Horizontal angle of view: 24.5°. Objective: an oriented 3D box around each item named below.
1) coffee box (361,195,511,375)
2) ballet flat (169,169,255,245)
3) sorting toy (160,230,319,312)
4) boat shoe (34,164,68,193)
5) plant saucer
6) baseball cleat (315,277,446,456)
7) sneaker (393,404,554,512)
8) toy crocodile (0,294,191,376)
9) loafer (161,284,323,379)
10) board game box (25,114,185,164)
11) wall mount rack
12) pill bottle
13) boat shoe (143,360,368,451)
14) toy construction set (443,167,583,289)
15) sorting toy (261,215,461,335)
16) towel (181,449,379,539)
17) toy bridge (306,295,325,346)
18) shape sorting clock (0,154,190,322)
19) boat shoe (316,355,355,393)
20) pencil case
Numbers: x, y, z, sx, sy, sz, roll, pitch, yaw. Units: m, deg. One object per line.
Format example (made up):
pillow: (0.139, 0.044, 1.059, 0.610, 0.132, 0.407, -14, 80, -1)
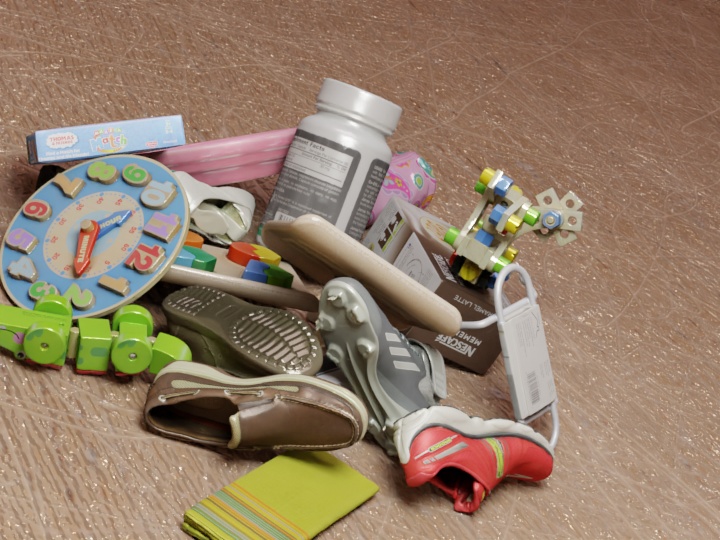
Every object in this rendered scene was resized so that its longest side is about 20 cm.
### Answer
coffee box: (0.084, 0.014, 1.829, 0.114, 0.080, 0.200, 25, 20, -26)
ballet flat: (-0.160, -0.058, 1.810, 0.069, 0.070, 0.200, 32, 5, 25)
sorting toy: (-0.145, -0.008, 1.715, 0.184, 0.037, 0.200, 12, 8, -16)
boat shoe: (-0.277, -0.051, 1.728, 0.074, 0.076, 0.200, 7, 28, -33)
plant saucer: (-0.163, -0.125, 1.911, 0.199, 0.051, 0.201, -9, 6, 1)
baseball cleat: (0.022, 0.075, 1.555, 0.069, 0.201, 0.106, 5, 36, 35)
sneaker: (0.105, 0.185, 1.544, 0.199, 0.077, 0.085, 15, 59, -40)
toy crocodile: (-0.252, 0.068, 1.525, 0.199, 0.062, 0.068, 9, 26, -13)
loafer: (-0.108, 0.072, 1.563, 0.076, 0.068, 0.200, -29, 37, -32)
board game box: (-0.275, -0.138, 1.768, 0.150, 0.037, 0.200, -8, 6, -14)
wall mount rack: (0.160, 0.084, 1.687, 0.074, 0.201, 0.173, -2, 14, 39)
pill bottle: (-0.032, -0.103, 1.840, 0.113, 0.201, 0.113, 22, 2, -1)
boat shoe: (-0.096, 0.134, 1.466, 0.201, 0.075, 0.075, 5, 27, 16)
toy construction set: (0.155, -0.046, 1.748, 0.092, 0.132, 0.200, 34, 18, 26)
sorting toy: (0.000, 0.000, 1.606, 0.185, 0.037, 0.200, 34, -9, -11)
towel: (-0.066, 0.203, 1.429, 0.086, 0.018, 0.200, 33, 27, 19)
toy bridge: (-0.024, 0.052, 1.758, 0.067, 0.027, 0.200, 29, 24, 16)
shape sorting clock: (-0.261, -0.035, 1.616, 0.199, 0.039, 0.201, -8, 54, 10)
boat shoe: (-0.013, 0.104, 1.620, 0.199, 0.070, 0.066, -17, 42, -42)
pencil case: (0.009, -0.099, 2.034, 0.087, 0.088, 0.200, 34, 27, 29)
